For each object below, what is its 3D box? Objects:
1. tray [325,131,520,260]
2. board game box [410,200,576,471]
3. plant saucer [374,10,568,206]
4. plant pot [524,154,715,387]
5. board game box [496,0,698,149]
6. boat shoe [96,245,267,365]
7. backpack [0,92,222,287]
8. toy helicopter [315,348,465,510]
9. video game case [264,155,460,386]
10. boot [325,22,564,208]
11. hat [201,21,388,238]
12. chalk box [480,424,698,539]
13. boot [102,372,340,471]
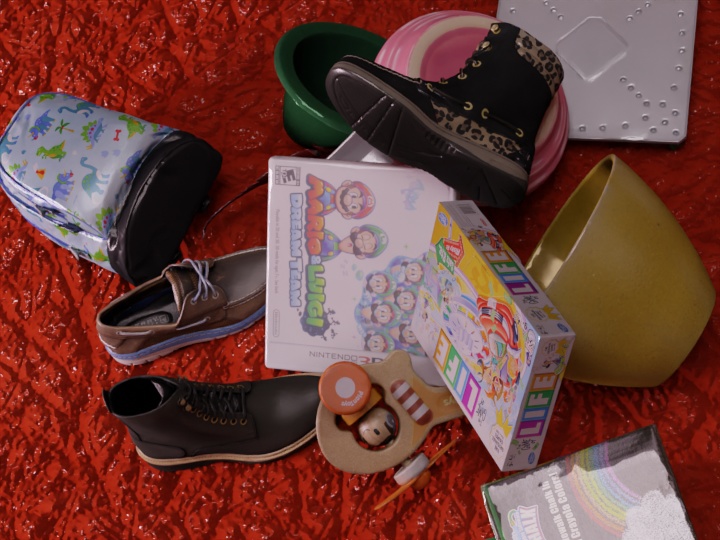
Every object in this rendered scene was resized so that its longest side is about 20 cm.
[{"bbox_3d":[0.046,-0.042,1.496,0.107,0.022,0.200,-43,86,2],"label":"tray"},{"bbox_3d":[0.106,0.051,1.338,0.034,0.136,0.200,-3,34,-23],"label":"board game box"},{"bbox_3d":[0.108,-0.161,1.496,0.198,0.051,0.203,7,66,-15],"label":"plant saucer"},{"bbox_3d":[0.225,0.021,1.397,0.141,0.200,0.201,31,74,-2],"label":"plant pot"},{"bbox_3d":[0.229,-0.214,1.580,0.198,0.026,0.202,4,67,15],"label":"board game box"},{"bbox_3d":[-0.160,0.028,1.534,0.199,0.073,0.073,-28,62,0],"label":"boat shoe"},{"bbox_3d":[-0.266,-0.093,1.591,0.199,0.154,0.164,20,74,40],"label":"backpack"},{"bbox_3d":[0.059,0.132,1.424,0.198,0.079,0.134,-13,85,-3],"label":"toy helicopter"},{"bbox_3d":[0.000,0.000,1.477,0.180,0.024,0.203,5,102,16],"label":"video game case"},{"bbox_3d":[0.080,-0.164,1.423,0.202,0.074,0.155,31,59,-7],"label":"boot"},{"bbox_3d":[-0.043,-0.133,1.612,0.198,0.177,0.167,11,44,-19],"label":"hat"},{"bbox_3d":[0.176,0.233,1.333,0.198,0.124,0.125,-20,63,5],"label":"chalk box"},{"bbox_3d":[-0.124,0.123,1.444,0.198,0.139,0.078,-18,63,4],"label":"boot"}]
